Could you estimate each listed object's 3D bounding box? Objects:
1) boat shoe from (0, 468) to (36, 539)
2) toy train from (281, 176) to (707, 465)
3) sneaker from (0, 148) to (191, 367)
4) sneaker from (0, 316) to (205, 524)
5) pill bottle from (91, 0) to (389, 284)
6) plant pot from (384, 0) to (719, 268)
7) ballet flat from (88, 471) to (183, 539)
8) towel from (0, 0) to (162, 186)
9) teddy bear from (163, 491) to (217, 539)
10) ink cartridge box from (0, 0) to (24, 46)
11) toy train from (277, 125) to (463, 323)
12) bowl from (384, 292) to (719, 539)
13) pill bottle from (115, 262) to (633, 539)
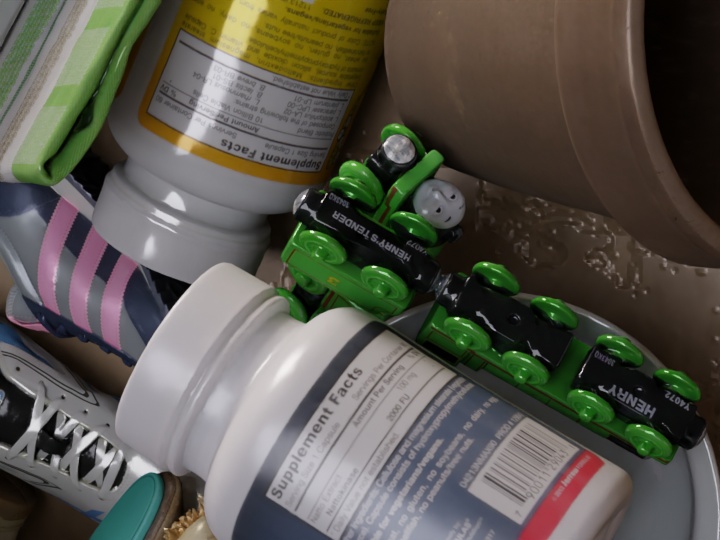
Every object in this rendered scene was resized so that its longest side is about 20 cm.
[{"bbox_3d":[-0.264,0.093,1.470,0.200,0.071,0.065,33,108,16],"label":"boat shoe"},{"bbox_3d":[0.056,0.025,1.207,0.200,0.056,0.042,31,67,-3],"label":"toy train"},{"bbox_3d":[-0.127,0.015,1.400,0.082,0.070,0.200,-47,68,16],"label":"sneaker"},{"bbox_3d":[-0.154,0.082,1.419,0.200,0.072,0.072,30,106,17],"label":"sneaker"},{"bbox_3d":[-0.052,-0.097,1.328,0.113,0.113,0.200,29,107,19],"label":"pill bottle"},{"bbox_3d":[0.111,-0.101,1.230,0.175,0.200,0.200,2,98,44],"label":"plant pot"},{"bbox_3d":[-0.130,0.191,1.381,0.072,0.068,0.200,35,94,-20],"label":"ballet flat"},{"bbox_3d":[-0.135,-0.104,1.317,0.031,0.200,0.149,29,84,-22],"label":"towel"},{"bbox_3d":[-0.046,0.159,1.317,0.067,0.200,0.145,-18,64,1],"label":"teddy bear"},{"bbox_3d":[-0.270,-0.183,1.369,0.200,0.145,0.084,17,74,36],"label":"ink cartridge box"},{"bbox_3d":[0.000,0.000,1.296,0.056,0.042,0.200,44,150,7],"label":"toy train"},{"bbox_3d":[0.069,0.102,1.298,0.201,0.090,0.201,2,99,10],"label":"bowl"},{"bbox_3d":[0.003,0.086,1.200,0.200,0.120,0.120,32,108,12],"label":"pill bottle"}]
